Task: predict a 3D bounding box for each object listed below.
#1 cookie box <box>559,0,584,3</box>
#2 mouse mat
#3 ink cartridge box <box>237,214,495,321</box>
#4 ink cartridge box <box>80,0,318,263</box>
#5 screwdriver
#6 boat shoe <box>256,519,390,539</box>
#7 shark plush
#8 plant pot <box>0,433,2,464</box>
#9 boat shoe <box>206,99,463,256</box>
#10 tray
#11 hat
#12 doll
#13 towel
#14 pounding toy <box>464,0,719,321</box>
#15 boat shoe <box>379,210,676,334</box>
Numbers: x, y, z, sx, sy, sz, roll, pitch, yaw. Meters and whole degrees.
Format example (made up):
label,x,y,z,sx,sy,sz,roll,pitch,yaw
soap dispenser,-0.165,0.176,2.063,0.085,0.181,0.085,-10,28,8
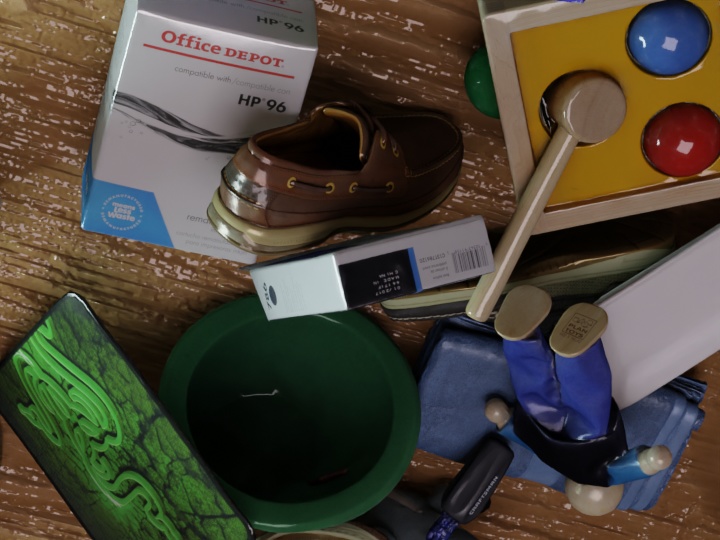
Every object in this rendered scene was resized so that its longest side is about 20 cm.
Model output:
label,x,y,z,sx,sy,sz,roll,pitch,yaw
cookie box,0.037,-0.250,1.442,0.198,0.075,0.172,8,126,18
mouse mat,-0.159,0.122,1.657,0.201,0.008,0.161,54,140,4
ink cartridge box,0.000,0.000,1.564,0.099,0.200,0.040,-15,93,-18
ink cartridge box,-0.095,-0.113,1.565,0.115,0.068,0.201,11,122,-11
screwdriver,0.038,0.195,1.699,0.028,0.029,0.201,35,86,14
boat shoe,-0.059,0.219,1.733,0.199,0.076,0.072,-17,124,42
shark plush,0.013,0.168,1.751,0.199,0.083,0.091,32,98,-5
plant pot,-0.334,0.173,1.657,0.185,0.201,0.188,-1,124,-1
boat shoe,-0.004,-0.066,1.548,0.199,0.072,0.068,-18,139,-43
tray,0.231,0.005,1.657,0.199,0.022,0.108,-32,139,-4
hat,-0.071,0.127,1.727,0.199,0.167,0.176,-13,158,-16
doll,0.140,0.097,1.649,0.136,0.049,0.201,18,147,26
towel,0.126,0.094,1.730,0.199,0.049,0.112,17,121,-15
pounding toy,0.140,-0.099,1.546,0.198,0.143,0.185,-12,123,3
boat shoe,0.109,0.012,1.659,0.198,0.073,0.065,-10,119,2
